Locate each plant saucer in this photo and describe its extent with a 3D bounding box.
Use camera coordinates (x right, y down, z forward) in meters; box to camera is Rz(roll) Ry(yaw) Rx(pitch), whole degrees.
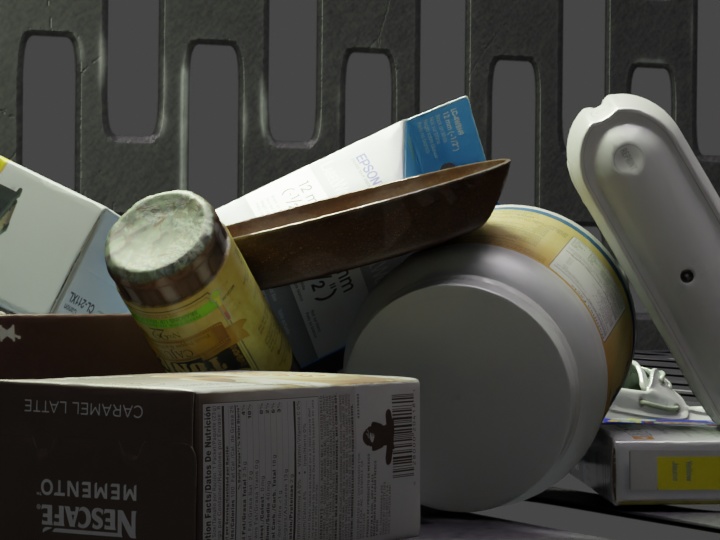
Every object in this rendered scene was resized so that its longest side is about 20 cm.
[{"bbox_3d":[-0.012,-0.021,1.363,0.200,0.035,0.200,-13,4,1],"label":"plant saucer"}]

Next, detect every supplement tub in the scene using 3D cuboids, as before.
[{"bbox_3d":[0.072,0.048,1.399,0.144,0.145,0.200,1,11,13],"label":"supplement tub"}]

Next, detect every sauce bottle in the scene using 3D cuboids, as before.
[{"bbox_3d":[-0.066,0.047,1.297,0.065,0.065,0.200,1,-41,29],"label":"sauce bottle"}]

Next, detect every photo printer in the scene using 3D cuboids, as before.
[{"bbox_3d":[0.187,-0.011,1.467,0.069,0.200,0.166,-30,-5,6],"label":"photo printer"}]

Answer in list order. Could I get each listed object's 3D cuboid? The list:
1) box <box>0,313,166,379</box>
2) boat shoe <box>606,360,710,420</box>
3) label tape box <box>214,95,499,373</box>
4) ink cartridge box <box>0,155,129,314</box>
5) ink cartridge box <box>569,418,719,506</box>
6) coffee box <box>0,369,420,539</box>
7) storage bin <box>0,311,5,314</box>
[{"bbox_3d":[-0.181,0.074,1.311,0.200,0.100,0.075,-1,-6,-34],"label":"box"},{"bbox_3d":[0.190,0.095,1.723,0.200,0.067,0.073,0,0,-43],"label":"boat shoe"},{"bbox_3d":[0.000,0.000,1.525,0.200,0.143,0.066,-24,47,-5],"label":"label tape box"},{"bbox_3d":[-0.227,-0.024,1.577,0.200,0.083,0.146,25,-6,21],"label":"ink cartridge box"},{"bbox_3d":[0.231,0.109,1.466,0.199,0.047,0.198,2,-1,-2],"label":"ink cartridge box"},{"bbox_3d":[-0.068,0.087,1.144,0.114,0.080,0.200,0,-1,30],"label":"coffee box"},{"bbox_3d":[-0.402,0.075,1.955,0.200,0.094,0.198,0,0,43],"label":"storage bin"}]
